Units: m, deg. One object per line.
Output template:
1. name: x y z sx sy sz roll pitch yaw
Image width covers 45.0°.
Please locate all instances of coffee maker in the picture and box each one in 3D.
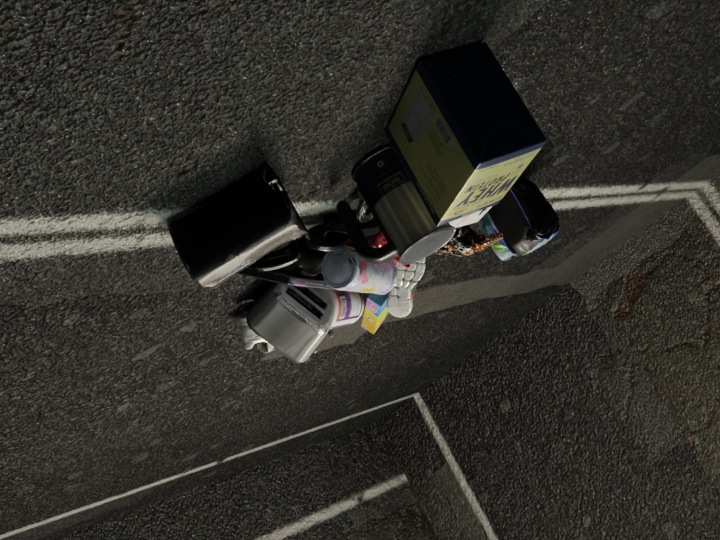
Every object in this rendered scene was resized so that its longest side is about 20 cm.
1. coffee maker: -0.204 -0.074 1.408 0.199 0.135 0.193 -30 140 -1

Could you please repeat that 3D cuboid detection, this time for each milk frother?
1. milk frother: 0.072 -0.102 1.623 0.180 0.189 0.200 -35 162 21

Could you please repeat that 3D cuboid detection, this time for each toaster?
1. toaster: -0.152 0.096 1.887 0.129 0.200 0.114 -45 -169 33

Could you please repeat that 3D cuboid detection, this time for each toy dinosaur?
1. toy dinosaur: 0.233 -0.080 2.002 0.199 0.103 0.136 -22 138 25

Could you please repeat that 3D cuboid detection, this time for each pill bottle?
1. pill bottle: -0.059 0.078 2.044 0.111 0.112 0.200 -37 166 23

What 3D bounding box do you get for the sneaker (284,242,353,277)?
1. sneaker: -0.071 -0.049 1.772 0.116 0.076 0.200 -47 163 16

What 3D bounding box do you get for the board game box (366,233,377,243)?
1. board game box: 0.078 -0.073 1.989 0.120 0.032 0.200 -34 162 1

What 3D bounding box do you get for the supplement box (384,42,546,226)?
1. supplement box: 0.164 -0.218 1.418 0.133 0.201 0.200 -20 162 -23

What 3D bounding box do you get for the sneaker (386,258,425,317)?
1. sneaker: 0.100 0.007 1.948 0.082 0.076 0.201 -70 176 -54

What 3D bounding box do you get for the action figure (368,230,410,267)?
1. action figure: 0.105 -0.050 1.794 0.199 0.099 0.066 -15 141 -32

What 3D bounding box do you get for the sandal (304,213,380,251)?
1. sandal: -0.034 -0.090 1.717 0.200 0.075 0.048 -24 137 -43

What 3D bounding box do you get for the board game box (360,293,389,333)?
1. board game box: 0.065 0.054 2.097 0.153 0.040 0.200 -54 170 -20

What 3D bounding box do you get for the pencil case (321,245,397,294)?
1. pencil case: 0.000 0.000 1.779 0.083 0.091 0.200 -24 163 25

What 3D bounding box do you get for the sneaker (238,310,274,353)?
1. sneaker: -0.200 0.136 2.001 0.075 0.101 0.199 -3 -179 44

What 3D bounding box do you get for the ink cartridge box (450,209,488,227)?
1. ink cartridge box: 0.176 -0.138 1.750 0.199 0.068 0.117 -11 156 -34

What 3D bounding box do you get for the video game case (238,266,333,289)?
1. video game case: -0.151 0.013 1.729 0.142 0.019 0.200 11 180 26

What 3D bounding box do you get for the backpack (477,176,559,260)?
1. backpack: 0.365 -0.127 2.044 0.147 0.184 0.200 -35 172 31
